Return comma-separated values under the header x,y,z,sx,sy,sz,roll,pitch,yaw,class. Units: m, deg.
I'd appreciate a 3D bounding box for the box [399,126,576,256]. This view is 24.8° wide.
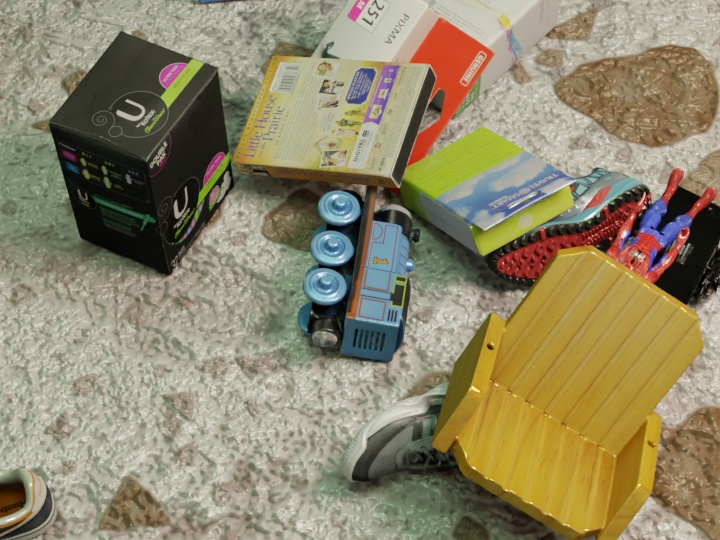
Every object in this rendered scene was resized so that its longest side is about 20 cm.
x,y,z,sx,sy,sz,roll,pitch,yaw,class
0.136,-0.084,1.746,0.122,0.048,0.200,-29,31,-14,box

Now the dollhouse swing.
x,y,z,sx,sy,sz,roll,pitch,yaw,class
0.208,0.113,1.523,0.200,0.176,0.182,32,37,-8,dollhouse swing

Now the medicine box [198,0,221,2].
x,y,z,sx,sy,sz,roll,pitch,yaw,class
-0.120,-0.442,2.036,0.182,0.103,0.200,-6,53,-2,medicine box

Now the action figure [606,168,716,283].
x,y,z,sx,sy,sz,roll,pitch,yaw,class
0.306,-0.039,1.700,0.065,0.052,0.200,35,50,9,action figure

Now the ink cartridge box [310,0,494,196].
x,y,z,sx,sy,sz,roll,pitch,yaw,class
0.026,-0.212,1.837,0.173,0.044,0.200,38,99,26,ink cartridge box

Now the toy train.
x,y,z,sx,sy,sz,roll,pitch,yaw,class
0.000,0.000,1.726,0.114,0.087,0.200,11,52,-1,toy train

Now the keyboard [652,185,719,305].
x,y,z,sx,sy,sz,roll,pitch,yaw,class
0.339,-0.006,1.738,0.104,0.040,0.200,29,47,9,keyboard

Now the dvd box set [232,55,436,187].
x,y,z,sx,sy,sz,roll,pitch,yaw,class
-0.029,-0.165,1.791,0.200,0.029,0.147,6,64,27,dvd box set

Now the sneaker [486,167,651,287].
x,y,z,sx,sy,sz,roll,pitch,yaw,class
0.213,-0.050,1.770,0.200,0.079,0.096,-24,39,-19,sneaker

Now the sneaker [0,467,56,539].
x,y,z,sx,sy,sz,roll,pitch,yaw,class
-0.395,0.243,1.565,0.200,0.079,0.079,-25,58,-13,sneaker

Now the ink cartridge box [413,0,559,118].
x,y,z,sx,sy,sz,roll,pitch,yaw,class
0.120,-0.296,1.930,0.145,0.088,0.200,34,65,23,ink cartridge box

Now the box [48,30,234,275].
x,y,z,sx,sy,sz,roll,pitch,yaw,class
-0.229,-0.124,1.748,0.124,0.200,0.149,21,57,17,box

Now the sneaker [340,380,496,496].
x,y,z,sx,sy,sz,roll,pitch,yaw,class
0.087,0.176,1.594,0.200,0.076,0.114,-25,54,-18,sneaker
